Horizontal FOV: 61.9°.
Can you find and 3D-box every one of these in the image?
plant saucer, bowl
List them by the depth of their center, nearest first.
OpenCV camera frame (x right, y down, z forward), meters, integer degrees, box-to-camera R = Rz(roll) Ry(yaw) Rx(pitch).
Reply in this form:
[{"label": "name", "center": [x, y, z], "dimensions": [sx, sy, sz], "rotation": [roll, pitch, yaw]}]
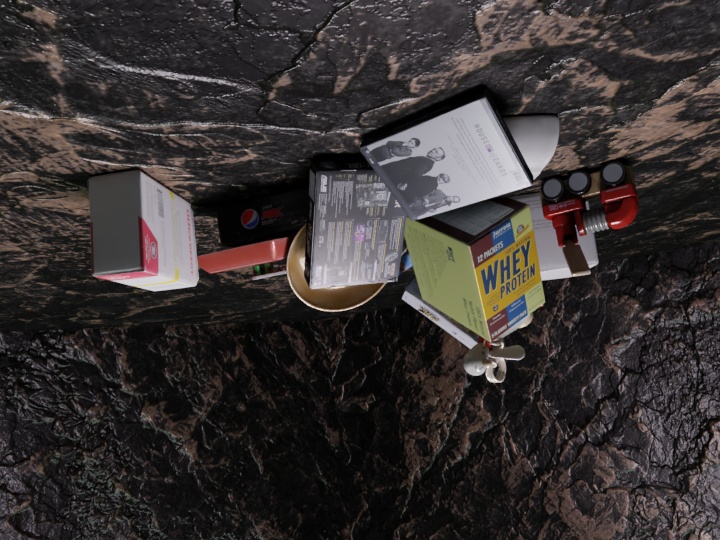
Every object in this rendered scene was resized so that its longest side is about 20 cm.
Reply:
[{"label": "bowl", "center": [0.193, -0.162, 0.927], "dimensions": [0.196, 0.076, 0.200], "rotation": [-6, 172, -7]}, {"label": "plant saucer", "center": [-0.034, -0.025, 1.028], "dimensions": [0.197, 0.203, 0.036], "rotation": [-5, -151, -19]}, {"label": "plant saucer", "center": [-0.167, -0.034, 1.078], "dimensions": [0.197, 0.037, 0.199], "rotation": [-9, -176, 31]}]

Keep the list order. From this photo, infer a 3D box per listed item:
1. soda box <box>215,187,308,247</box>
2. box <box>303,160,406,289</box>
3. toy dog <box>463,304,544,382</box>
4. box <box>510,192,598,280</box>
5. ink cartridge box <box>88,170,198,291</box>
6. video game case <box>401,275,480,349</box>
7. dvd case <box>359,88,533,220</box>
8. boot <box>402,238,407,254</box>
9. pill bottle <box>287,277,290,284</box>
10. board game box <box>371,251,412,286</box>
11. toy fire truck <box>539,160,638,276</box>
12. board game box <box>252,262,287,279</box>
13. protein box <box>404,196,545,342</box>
[{"label": "soda box", "center": [-0.151, -0.093, 1.062], "dimensions": [0.196, 0.072, 0.063], "rotation": [-10, 173, 12]}, {"label": "box", "center": [-0.006, -0.073, 0.963], "dimensions": [0.157, 0.203, 0.044], "rotation": [-5, -150, -19]}, {"label": "toy dog", "center": [0.274, 0.109, 1.109], "dimensions": [0.131, 0.203, 0.096], "rotation": [28, 163, -33]}, {"label": "box", "center": [0.404, -0.070, 1.360], "dimensions": [0.196, 0.175, 0.199], "rotation": [-8, 171, 4]}, {"label": "ink cartridge box", "center": [-0.330, -0.052, 0.931], "dimensions": [0.082, 0.148, 0.200], "rotation": [-7, 171, 5]}, {"label": "video game case", "center": [0.210, 0.031, 1.212], "dimensions": [0.201, 0.180, 0.046], "rotation": [-50, 168, -26]}, {"label": "dvd case", "center": [0.116, -0.149, 0.826], "dimensions": [0.198, 0.025, 0.151], "rotation": [-14, 130, 36]}, {"label": "boot", "center": [0.112, -0.078, 1.213], "dimensions": [0.182, 0.073, 0.200], "rotation": [-49, 165, 9]}, {"label": "pill bottle", "center": [-0.139, 0.016, 1.630], "dimensions": [0.111, 0.116, 0.200], "rotation": [-7, 171, 0]}, {"label": "board game box", "center": [0.000, 0.000, 1.209], "dimensions": [0.149, 0.037, 0.199], "rotation": [0, -167, 27]}, {"label": "toy fire truck", "center": [0.447, -0.093, 1.160], "dimensions": [0.174, 0.204, 0.128], "rotation": [-12, 171, 28]}, {"label": "board game box", "center": [-0.108, -0.018, 1.150], "dimensions": [0.196, 0.026, 0.200], "rotation": [-12, -177, -7]}, {"label": "protein box", "center": [0.194, -0.024, 1.054], "dimensions": [0.134, 0.201, 0.199], "rotation": [-31, -148, -18]}]
